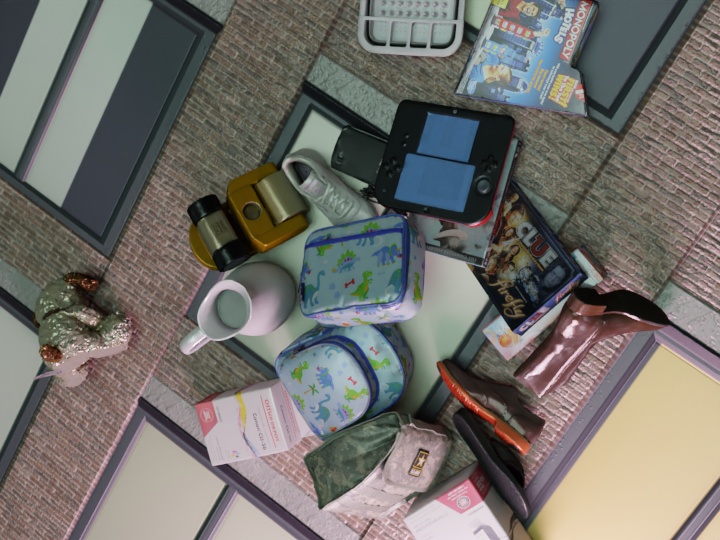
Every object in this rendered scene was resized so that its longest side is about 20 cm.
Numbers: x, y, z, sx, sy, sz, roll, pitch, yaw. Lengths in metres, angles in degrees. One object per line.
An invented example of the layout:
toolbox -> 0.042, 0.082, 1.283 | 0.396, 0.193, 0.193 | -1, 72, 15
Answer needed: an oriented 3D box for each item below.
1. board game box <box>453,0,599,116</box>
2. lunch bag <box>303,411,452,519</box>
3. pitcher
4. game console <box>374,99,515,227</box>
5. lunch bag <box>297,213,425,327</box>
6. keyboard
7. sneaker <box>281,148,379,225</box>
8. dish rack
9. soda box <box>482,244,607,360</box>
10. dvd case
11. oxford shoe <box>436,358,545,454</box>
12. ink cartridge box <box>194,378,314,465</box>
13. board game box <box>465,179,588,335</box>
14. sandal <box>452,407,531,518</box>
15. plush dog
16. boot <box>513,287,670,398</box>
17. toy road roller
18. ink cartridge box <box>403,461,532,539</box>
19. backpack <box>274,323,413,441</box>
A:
board game box -> 0.270, -0.317, 1.350 | 0.198, 0.062, 0.202 | 27, 106, 12
lunch bag -> 0.040, 0.307, 1.462 | 0.199, 0.163, 0.118 | -37, 54, 20
pitcher -> -0.203, 0.066, 1.500 | 0.171, 0.200, 0.122 | -37, 86, 21
game console -> 0.126, -0.167, 1.398 | 0.198, 0.031, 0.179 | 14, 89, 25
lunch bag -> 0.000, 0.000, 1.406 | 0.198, 0.082, 0.163 | -7, 65, 31
keyboard -> 0.044, -0.152, 1.474 | 0.198, 0.040, 0.105 | 25, 90, 10
sneaker -> -0.053, -0.116, 1.474 | 0.200, 0.100, 0.075 | 42, 107, 7
dish rack -> 0.086, -0.436, 1.405 | 0.170, 0.043, 0.203 | 7, 101, 19
soda box -> 0.284, 0.049, 1.398 | 0.200, 0.068, 0.064 | -43, 82, 19
dvd case -> 0.155, -0.119, 1.406 | 0.145, 0.022, 0.202 | 17, 91, 26
oxford shoe -> 0.208, 0.204, 1.461 | 0.200, 0.071, 0.073 | 42, 80, 12
ink cartridge box -> -0.180, 0.261, 1.592 | 0.198, 0.067, 0.118 | -16, 93, 21
board game box -> 0.235, -0.023, 1.378 | 0.135, 0.034, 0.201 | -44, 57, 19
sandal -> 0.224, 0.304, 1.462 | 0.048, 0.075, 0.202 | -30, 81, -19
plush dog -> -0.545, 0.097, 1.666 | 0.199, 0.160, 0.173 | -36, 63, 21
boot -> 0.350, 0.120, 1.388 | 0.184, 0.065, 0.201 | 12, 126, -18
toy road roller -> -0.195, -0.077, 1.532 | 0.199, 0.146, 0.124 | -29, 83, -16
ink cartridge box -> 0.186, 0.442, 1.486 | 0.145, 0.085, 0.201 | -36, 88, 20
backpack -> -0.022, 0.168, 1.482 | 0.199, 0.147, 0.184 | -32, 91, 17
